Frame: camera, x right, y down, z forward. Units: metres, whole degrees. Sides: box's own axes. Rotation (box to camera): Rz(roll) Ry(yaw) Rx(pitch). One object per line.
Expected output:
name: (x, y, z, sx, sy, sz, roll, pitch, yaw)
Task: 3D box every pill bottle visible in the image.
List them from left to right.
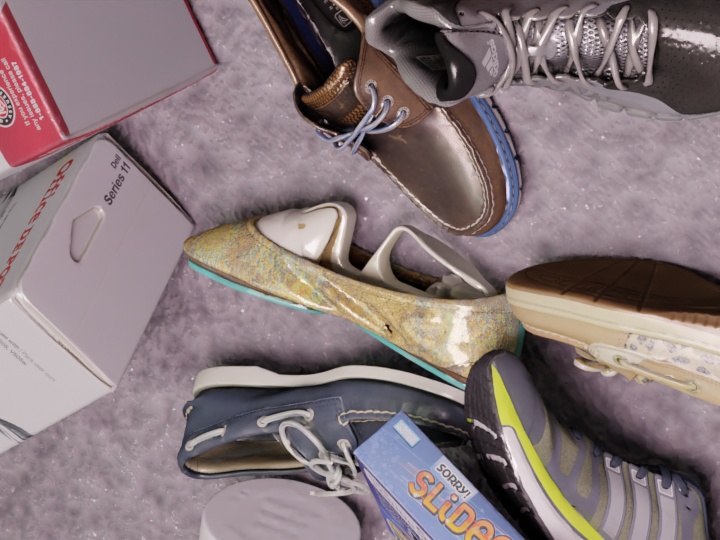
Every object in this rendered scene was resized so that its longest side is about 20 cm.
pill bottle: (-0.056, 0.228, 1.311, 0.109, 0.109, 0.201, 21, 120, 24)

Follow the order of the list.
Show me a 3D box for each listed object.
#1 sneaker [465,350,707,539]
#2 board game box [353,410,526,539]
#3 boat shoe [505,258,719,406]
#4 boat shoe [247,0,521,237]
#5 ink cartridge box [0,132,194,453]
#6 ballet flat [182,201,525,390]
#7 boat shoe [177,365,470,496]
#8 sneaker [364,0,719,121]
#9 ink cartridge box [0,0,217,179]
sneaker: (0.125, 0.117, 1.153, 0.200, 0.081, 0.074, 54, 170, -13)
board game box: (0.082, 0.171, 1.146, 0.200, 0.034, 0.135, 46, 170, 23)
boat shoe: (0.162, 0.041, 1.112, 0.199, 0.073, 0.063, 14, 114, 27)
boat shoe: (0.001, -0.093, 1.160, 0.200, 0.072, 0.072, 51, 128, 4)
ink cartridge box: (-0.203, 0.029, 1.290, 0.200, 0.147, 0.083, -29, 117, 38)
ballet flat: (0.000, 0.000, 1.209, 0.199, 0.071, 0.071, 23, 121, 20)
boat shoe: (-0.020, 0.089, 1.240, 0.199, 0.062, 0.075, 0, 152, 34)
sneaker: (0.091, -0.099, 1.071, 0.199, 0.115, 0.075, 12, 116, 29)
ink cartridge box: (-0.214, -0.122, 1.243, 0.200, 0.145, 0.146, -22, 97, 38)
